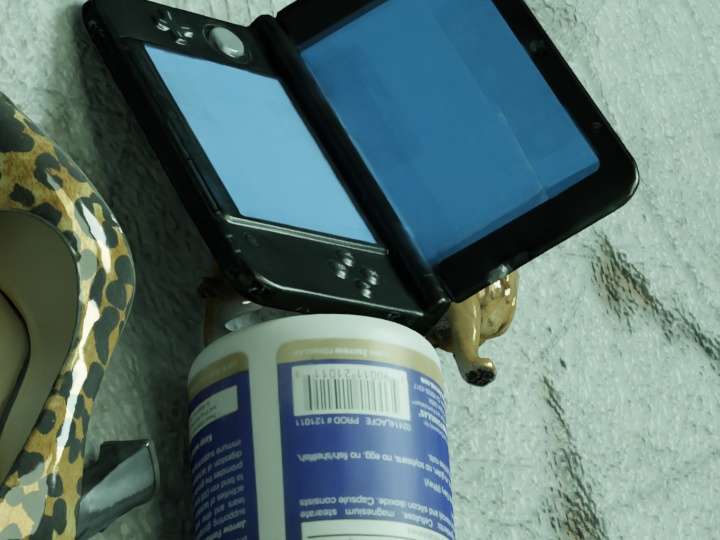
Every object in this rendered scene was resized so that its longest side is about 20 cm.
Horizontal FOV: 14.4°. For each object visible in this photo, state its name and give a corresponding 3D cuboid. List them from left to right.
[{"bbox_3d":[-0.150,0.026,1.155,0.142,0.071,0.201,-30,104,-60],"label":"high heel"},{"bbox_3d":[-0.015,0.130,1.232,0.115,0.115,0.201,19,58,-42],"label":"pill bottle"},{"bbox_3d":[-0.003,-0.080,1.296,0.175,0.117,0.200,12,36,-44],"label":"game console"},{"bbox_3d":[0.000,0.000,1.352,0.200,0.072,0.123,25,41,-33],"label":"lion figurine"}]
